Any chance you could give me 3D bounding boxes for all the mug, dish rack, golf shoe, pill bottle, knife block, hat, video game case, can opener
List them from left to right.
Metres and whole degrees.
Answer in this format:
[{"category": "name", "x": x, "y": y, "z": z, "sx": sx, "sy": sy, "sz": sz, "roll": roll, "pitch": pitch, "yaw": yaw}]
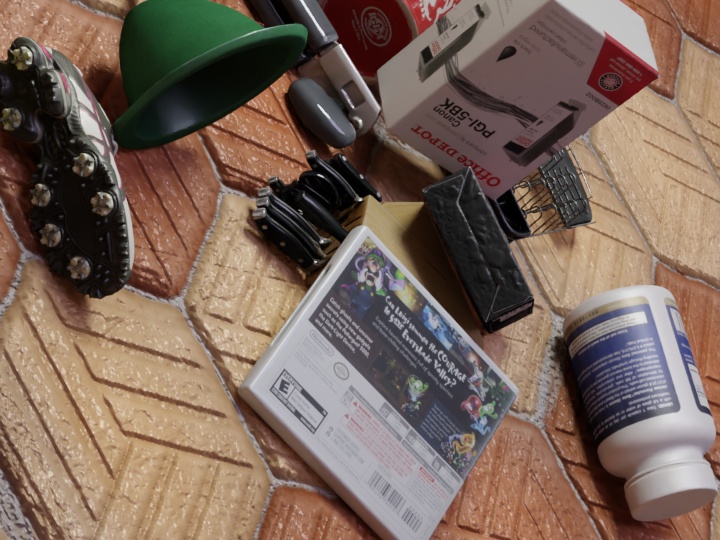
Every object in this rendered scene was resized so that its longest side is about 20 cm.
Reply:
[{"category": "golf shoe", "x": -0.199, "y": -0.076, "z": 1.460, "sx": 0.088, "sy": 0.077, "sz": 0.200, "roll": 1, "pitch": 65, "yaw": -62}, {"category": "hat", "x": -0.157, "y": -0.205, "z": 1.550, "sx": 0.166, "sy": 0.200, "sz": 0.176, "roll": -22, "pitch": 79, "yaw": -36}, {"category": "can opener", "x": -0.054, "y": -0.199, "z": 1.763, "sx": 0.200, "sy": 0.053, "sz": 0.067, "roll": 57, "pitch": 32, "yaw": 0}, {"category": "knife block", "x": 0.000, "y": 0.000, "z": 1.668, "sx": 0.175, "sy": 0.064, "sz": 0.200, "roll": -5, "pitch": 69, "yaw": -53}, {"category": "video game case", "x": 0.018, "y": 0.096, "z": 1.599, "sx": 0.200, "sy": 0.023, "sz": 0.182, "roll": 47, "pitch": 57, "yaw": -18}, {"category": "mug", "x": 0.057, "y": -0.250, "z": 1.876, "sx": 0.177, "sy": 0.133, "sz": 0.200, "roll": 42, "pitch": 39, "yaw": -4}, {"category": "dish rack", "x": 0.157, "y": -0.101, "z": 1.951, "sx": 0.200, "sy": 0.055, "sz": 0.154, "roll": -11, "pitch": 74, "yaw": -48}, {"category": "pill bottle", "x": 0.263, "y": 0.124, "z": 1.871, "sx": 0.111, "sy": 0.111, "sz": 0.200, "roll": 15, "pitch": 53, "yaw": -47}]

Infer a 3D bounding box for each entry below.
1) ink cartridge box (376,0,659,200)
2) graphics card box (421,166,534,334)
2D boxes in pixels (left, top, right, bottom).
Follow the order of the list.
[{"category": "ink cartridge box", "x": 0.135, "y": -0.170, "z": 1.762, "sx": 0.147, "sy": 0.200, "sz": 0.083, "roll": 30, "pitch": 36, "yaw": -34}, {"category": "graphics card box", "x": 0.102, "y": -0.014, "z": 1.739, "sx": 0.200, "sy": 0.051, "sz": 0.126, "roll": 40, "pitch": 25, "yaw": -83}]
